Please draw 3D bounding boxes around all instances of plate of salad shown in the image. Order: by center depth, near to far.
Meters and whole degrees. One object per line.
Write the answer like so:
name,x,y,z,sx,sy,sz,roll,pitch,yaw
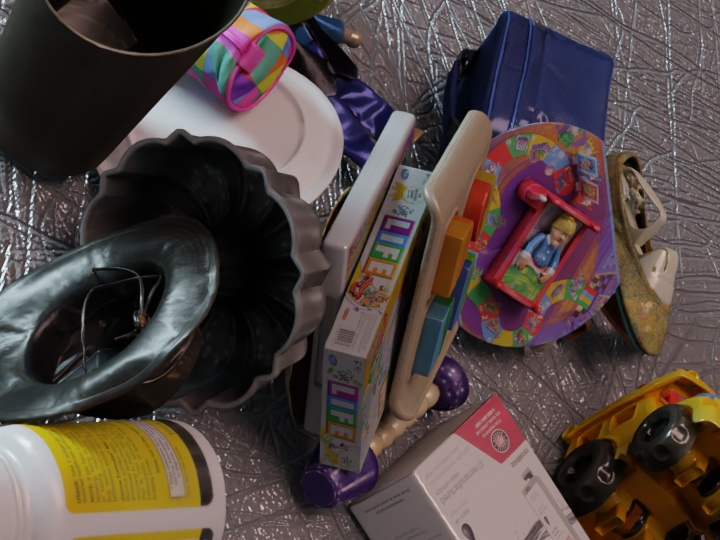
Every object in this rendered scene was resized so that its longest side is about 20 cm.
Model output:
plate of salad,-0.113,-0.098,1.628,0.198,0.048,0.201,3,47,-3

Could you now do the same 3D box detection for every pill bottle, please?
pill bottle,-0.197,0.158,1.382,0.199,0.114,0.115,2,65,-45

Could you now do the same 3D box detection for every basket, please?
basket,-0.193,-0.164,1.503,0.180,0.200,0.136,-32,82,-40

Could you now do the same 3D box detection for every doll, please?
doll,-0.033,-0.172,1.801,0.200,0.048,0.136,47,50,-4

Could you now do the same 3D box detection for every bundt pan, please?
bundt pan,-0.105,-0.002,1.495,0.076,0.201,0.203,-12,75,-58

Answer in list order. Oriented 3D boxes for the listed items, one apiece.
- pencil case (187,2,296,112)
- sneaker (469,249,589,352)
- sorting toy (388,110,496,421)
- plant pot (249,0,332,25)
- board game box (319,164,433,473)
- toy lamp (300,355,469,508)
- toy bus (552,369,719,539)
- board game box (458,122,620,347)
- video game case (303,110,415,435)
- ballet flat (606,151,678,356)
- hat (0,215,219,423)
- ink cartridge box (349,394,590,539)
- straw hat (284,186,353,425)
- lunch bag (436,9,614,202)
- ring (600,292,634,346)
pencil case,-0.145,-0.207,1.627,0.199,0.089,0.088,36,36,19
sneaker,0.140,0.026,1.837,0.199,0.073,0.085,5,61,-45
sorting toy,0.071,-0.004,1.652,0.036,0.201,0.185,13,28,10
plant pot,-0.080,-0.315,1.727,0.200,0.200,0.194,24,53,-34
board game box,0.015,0.036,1.597,0.034,0.135,0.201,14,48,10
toy lamp,0.017,0.130,1.665,0.058,0.058,0.200,57,37,-2
toy bus,0.268,0.156,1.803,0.136,0.200,0.192,44,35,-18
board game box,0.153,-0.023,1.766,0.157,0.039,0.201,-16,113,-17
video game case,0.000,0.000,1.637,0.024,0.183,0.200,14,37,10
ballet flat,0.256,-0.022,1.902,0.070,0.071,0.201,12,54,-41
hat,-0.171,0.054,1.436,0.081,0.199,0.201,58,34,-37
ink cartridge box,0.105,0.225,1.672,0.201,0.083,0.146,56,40,-3
straw hat,-0.064,0.015,1.611,0.084,0.202,0.202,13,46,9
lunch bag,0.139,-0.137,1.874,0.132,0.136,0.201,22,48,-12
ring,0.242,-0.018,1.972,0.200,0.019,0.201,43,32,-35
